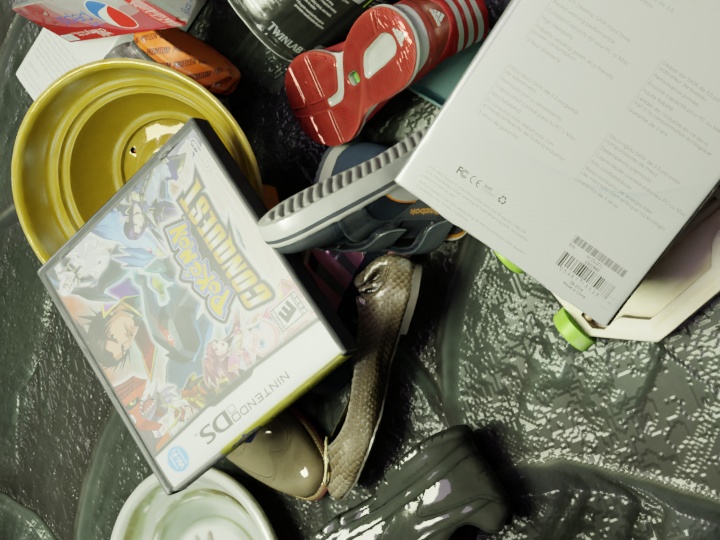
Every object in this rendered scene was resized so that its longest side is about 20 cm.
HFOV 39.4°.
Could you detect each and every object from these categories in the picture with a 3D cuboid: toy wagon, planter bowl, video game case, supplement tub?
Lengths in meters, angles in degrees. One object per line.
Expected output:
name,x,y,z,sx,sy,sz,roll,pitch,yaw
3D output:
toy wagon,0.160,-0.051,0.675,0.155,0.040,0.200,-45,71,22
planter bowl,-0.160,-0.068,0.782,0.199,0.083,0.201,3,109,10
video game case,-0.123,0.027,0.712,0.181,0.025,0.200,-40,76,21
supplement tub,-0.194,-0.111,0.884,0.122,0.122,0.200,42,107,29
supplement tub,-0.005,-0.262,0.771,0.200,0.122,0.123,-34,68,26

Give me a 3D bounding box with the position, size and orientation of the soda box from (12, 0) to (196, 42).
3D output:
soda box,-0.206,-0.237,0.824,0.199,0.063,0.070,9,77,47

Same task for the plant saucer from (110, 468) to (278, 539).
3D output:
plant saucer,-0.130,0.263,0.847,0.199,0.050,0.201,-4,82,33

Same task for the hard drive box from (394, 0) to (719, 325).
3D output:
hard drive box,0.140,-0.096,0.590,0.156,0.077,0.200,35,109,0

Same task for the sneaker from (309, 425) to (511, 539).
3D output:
sneaker,0.025,0.202,0.731,0.200,0.076,0.091,-46,73,26

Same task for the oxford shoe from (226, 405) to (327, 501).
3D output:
oxford shoe,-0.109,0.129,0.831,0.200,0.075,0.071,29,101,32

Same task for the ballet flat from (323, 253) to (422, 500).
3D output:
ballet flat,-0.001,0.080,0.750,0.046,0.067,0.201,14,110,-6

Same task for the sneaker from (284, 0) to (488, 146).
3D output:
sneaker,0.028,-0.157,0.759,0.200,0.115,0.079,-8,107,61

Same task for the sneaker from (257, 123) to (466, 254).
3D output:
sneaker,0.025,-0.043,0.693,0.078,0.200,0.080,0,115,57

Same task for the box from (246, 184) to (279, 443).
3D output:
box,-0.090,0.038,0.791,0.119,0.041,0.201,-55,38,36

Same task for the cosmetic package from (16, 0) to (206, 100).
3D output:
cosmetic package,-0.233,-0.228,0.952,0.200,0.074,0.102,-50,61,17

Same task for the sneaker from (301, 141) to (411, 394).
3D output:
sneaker,0.000,0.000,0.774,0.082,0.070,0.201,7,91,36

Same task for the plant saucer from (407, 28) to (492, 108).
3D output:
plant saucer,0.100,-0.139,0.752,0.200,0.019,0.070,37,106,31
